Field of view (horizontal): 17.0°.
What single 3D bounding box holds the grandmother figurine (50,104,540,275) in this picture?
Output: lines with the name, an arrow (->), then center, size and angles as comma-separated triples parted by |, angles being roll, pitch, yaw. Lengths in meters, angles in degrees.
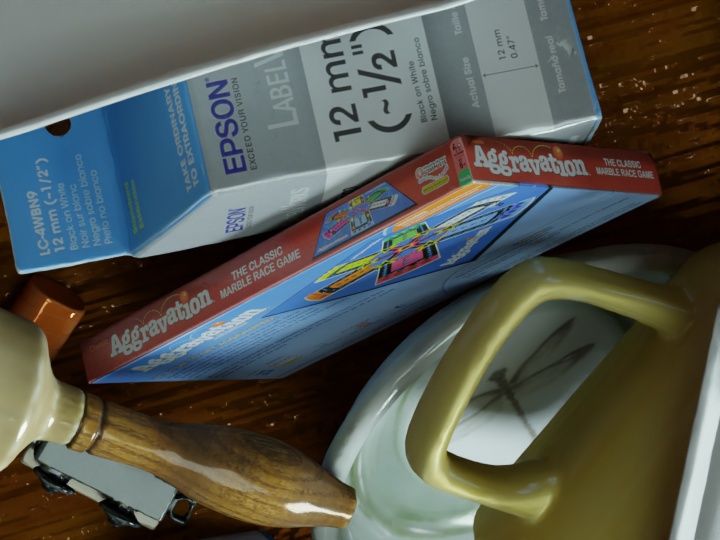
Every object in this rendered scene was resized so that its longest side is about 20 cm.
grandmother figurine -> -0.011, -0.039, 0.909 | 0.200, 0.061, 0.121 | 11, 141, -23

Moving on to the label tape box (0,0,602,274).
label tape box -> -0.033, -0.090, 0.826 | 0.200, 0.066, 0.143 | -11, 78, -10

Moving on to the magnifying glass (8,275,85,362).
magnifying glass -> -0.171, 0.087, 0.954 | 0.080, 0.022, 0.200 | 27, 110, -25

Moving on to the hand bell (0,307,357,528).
hand bell -> -0.091, 0.056, 0.855 | 0.200, 0.104, 0.104 | 19, 111, -21

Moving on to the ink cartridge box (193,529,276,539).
ink cartridge box -> -0.056, 0.229, 0.978 | 0.085, 0.145, 0.200 | -3, 122, -48

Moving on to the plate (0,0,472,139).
plate -> -0.070, -0.153, 0.791 | 0.199, 0.032, 0.200 | -17, 78, -6

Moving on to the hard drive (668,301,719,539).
hard drive -> 0.204, 0.095, 0.798 | 0.200, 0.027, 0.132 | 12, 98, 9

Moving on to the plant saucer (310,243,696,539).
plant saucer -> 0.064, 0.056, 0.962 | 0.200, 0.050, 0.200 | -18, 138, -17

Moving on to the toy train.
toy train -> -0.151, 0.043, 0.901 | 0.200, 0.046, 0.034 | 29, 91, -10

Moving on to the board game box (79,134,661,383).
board game box -> 0.000, 0.000, 0.866 | 0.200, 0.019, 0.103 | -27, 162, 39

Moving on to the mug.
mug -> 0.131, 0.068, 0.872 | 0.187, 0.149, 0.153 | 6, 120, -53
